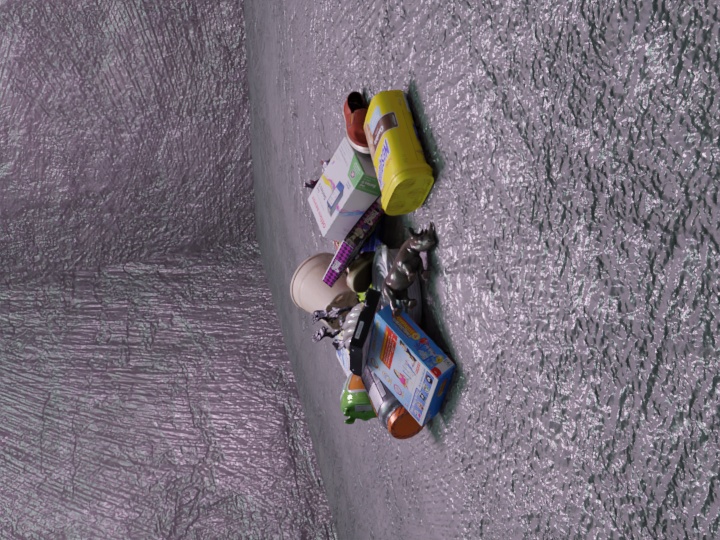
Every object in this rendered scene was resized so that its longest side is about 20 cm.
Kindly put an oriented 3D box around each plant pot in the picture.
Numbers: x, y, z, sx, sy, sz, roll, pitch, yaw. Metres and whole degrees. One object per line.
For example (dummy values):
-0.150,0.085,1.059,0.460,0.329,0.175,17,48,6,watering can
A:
-0.089,0.078,1.940,0.183,0.196,0.206,42,141,49,plant pot

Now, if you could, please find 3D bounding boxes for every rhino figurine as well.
0.101,-0.011,1.317,0.088,0.058,0.204,52,127,46,rhino figurine

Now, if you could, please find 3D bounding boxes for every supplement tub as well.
0.080,0.293,1.534,0.202,0.119,0.125,-119,24,-49,supplement tub

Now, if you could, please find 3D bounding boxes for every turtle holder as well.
0.018,0.363,1.840,0.185,0.138,0.135,38,-138,-49,turtle holder

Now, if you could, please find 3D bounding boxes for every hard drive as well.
0.011,0.145,1.457,0.201,0.037,0.143,93,-165,-64,hard drive

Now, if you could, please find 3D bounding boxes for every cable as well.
0.080,0.050,1.478,0.201,0.067,0.205,118,139,-68,cable

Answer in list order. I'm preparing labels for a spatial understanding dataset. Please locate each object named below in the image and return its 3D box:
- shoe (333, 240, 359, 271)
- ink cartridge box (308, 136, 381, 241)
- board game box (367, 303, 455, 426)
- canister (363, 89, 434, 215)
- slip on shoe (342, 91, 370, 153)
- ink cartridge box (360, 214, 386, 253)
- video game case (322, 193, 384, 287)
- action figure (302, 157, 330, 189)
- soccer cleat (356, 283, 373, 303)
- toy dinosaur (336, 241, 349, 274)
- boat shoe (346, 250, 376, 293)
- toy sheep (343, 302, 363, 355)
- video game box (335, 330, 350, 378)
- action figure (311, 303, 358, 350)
-0.044,-0.097,1.812,0.092,0.069,0.205,-112,9,-61,shoe
-0.033,-0.192,1.551,0.202,0.086,0.147,-55,42,32,ink cartridge box
0.103,0.203,1.385,0.196,0.055,0.203,46,149,27,board game box
0.071,-0.237,1.291,0.149,0.084,0.205,114,144,-64,canister
0.001,-0.349,1.515,0.062,0.072,0.204,102,158,-48,slip on shoe
0.010,-0.146,1.660,0.201,0.046,0.203,95,161,-44,ink cartridge box
-0.008,-0.072,1.508,0.035,0.182,0.201,36,147,2,video game case
-0.082,-0.244,1.901,0.148,0.131,0.206,31,-132,-51,action figure
0.025,0.040,1.657,0.066,0.082,0.201,-61,20,14,soccer cleat
-0.037,-0.065,1.663,0.101,0.056,0.207,-121,31,-89,toy dinosaur
0.000,-0.003,1.556,0.201,0.061,0.075,-48,-34,-61,boat shoe
0.016,0.150,1.681,0.139,0.134,0.204,105,179,-58,toy sheep
-0.041,0.242,2.101,0.182,0.045,0.206,-131,33,-58,video game box
-0.053,0.152,1.771,0.101,0.196,0.122,-27,67,42,action figure
